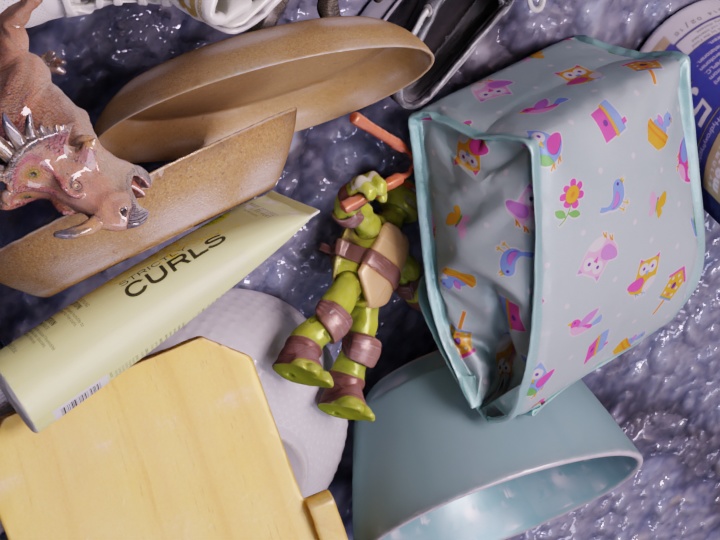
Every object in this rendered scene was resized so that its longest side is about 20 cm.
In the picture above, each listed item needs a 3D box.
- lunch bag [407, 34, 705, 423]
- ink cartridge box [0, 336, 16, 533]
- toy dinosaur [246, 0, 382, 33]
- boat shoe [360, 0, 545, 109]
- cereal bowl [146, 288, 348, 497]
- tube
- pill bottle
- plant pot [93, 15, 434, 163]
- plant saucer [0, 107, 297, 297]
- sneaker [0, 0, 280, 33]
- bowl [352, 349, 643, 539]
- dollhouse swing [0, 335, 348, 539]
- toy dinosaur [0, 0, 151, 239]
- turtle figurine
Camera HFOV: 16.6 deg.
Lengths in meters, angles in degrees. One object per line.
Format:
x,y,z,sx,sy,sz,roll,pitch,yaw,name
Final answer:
0.122,-0.023,1.508,0.170,0.121,0.201,-29,124,-39,lunch bag
-0.251,0.097,1.440,0.136,0.076,0.200,-35,132,-2,ink cartridge box
-0.009,-0.198,1.379,0.200,0.077,0.102,-37,97,13,toy dinosaur
0.074,-0.182,1.438,0.199,0.068,0.073,-47,134,8,boat shoe
-0.091,0.116,1.550,0.199,0.083,0.201,-17,130,-21,cereal bowl
-0.117,0.014,1.390,0.199,0.058,0.052,-34,153,-13,tube
0.263,-0.075,1.543,0.119,0.200,0.120,-16,130,-21,pill bottle
-0.057,-0.103,1.372,0.198,0.028,0.200,-15,172,-2,plant pot
-0.117,-0.031,1.359,0.199,0.200,0.036,-27,92,-12,plant saucer
-0.117,-0.163,1.302,0.199,0.116,0.074,-27,135,-10,sneaker
0.074,0.111,1.602,0.199,0.106,0.201,-18,164,-5,bowl
-0.125,0.155,1.479,0.199,0.177,0.182,-22,173,-10,dollhouse swing
-0.205,-0.073,1.270,0.199,0.136,0.086,-8,142,25,toy dinosaur
0.000,0.000,1.514,0.162,0.064,0.200,-66,152,-18,turtle figurine
